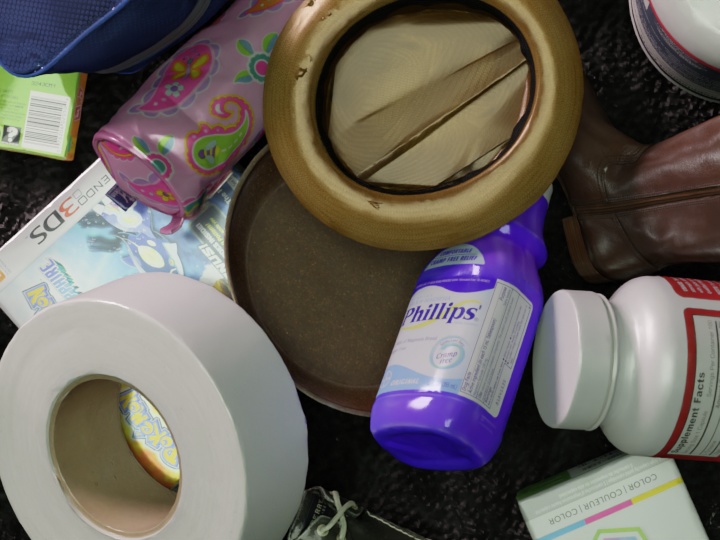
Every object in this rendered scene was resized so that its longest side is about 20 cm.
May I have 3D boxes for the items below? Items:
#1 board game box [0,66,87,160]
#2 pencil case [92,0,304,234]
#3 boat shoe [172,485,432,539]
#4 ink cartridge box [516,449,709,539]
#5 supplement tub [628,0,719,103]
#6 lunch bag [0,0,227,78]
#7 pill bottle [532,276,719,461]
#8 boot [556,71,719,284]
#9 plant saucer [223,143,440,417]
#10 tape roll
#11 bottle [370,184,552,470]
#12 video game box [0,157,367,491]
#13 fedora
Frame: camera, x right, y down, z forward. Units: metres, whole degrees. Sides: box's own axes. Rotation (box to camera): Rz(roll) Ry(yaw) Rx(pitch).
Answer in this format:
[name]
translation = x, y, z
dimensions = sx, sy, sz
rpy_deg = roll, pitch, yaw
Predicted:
[board game box]
translation = -0.225, -0.180, 1.333
dimensions = 0.095, 0.030, 0.201
rpy_deg = 10, 93, 4
[pencil case]
translation = -0.081, -0.117, 1.263
dimensions = 0.087, 0.087, 0.200
rpy_deg = 41, 71, 4
[boat shoe]
translation = -0.029, 0.178, 1.283
dimensions = 0.199, 0.071, 0.064
rpy_deg = 6, 124, 6
[ink cartridge box]
translation = 0.187, 0.217, 1.279
dimensions = 0.104, 0.059, 0.200
rpy_deg = -23, 88, 3
[supplement tub]
translation = 0.236, -0.176, 1.204
dimensions = 0.140, 0.200, 0.141
rpy_deg = 0, 88, 4
[lunch bag]
translation = -0.180, -0.224, 1.247
dimensions = 0.136, 0.132, 0.200
rpy_deg = -31, 80, 25
[pill bottle]
translation = 0.214, 0.062, 1.225
dimensions = 0.199, 0.112, 0.113
rpy_deg = 5, 90, -13
[boot]
translation = 0.185, -0.085, 1.214
dimensions = 0.064, 0.200, 0.187
rpy_deg = -26, 97, -30
[plant saucer]
translation = 0.000, 0.000, 1.272
dimensions = 0.200, 0.037, 0.201
rpy_deg = 8, 70, -23
[tape roll]
translation = -0.133, 0.105, 1.227
dimensions = 0.202, 0.071, 0.203
rpy_deg = 11, 110, 30
[bottle]
translation = 0.071, 0.025, 1.229
dimensions = 0.083, 0.065, 0.200
rpy_deg = -5, 54, 42
[video game box]
translation = -0.125, 0.015, 1.315
dimensions = 0.182, 0.047, 0.200
rpy_deg = -43, 86, 5
[fedora]
translation = 0.040, -0.107, 1.237
dimensions = 0.200, 0.082, 0.201
rpy_deg = 0, 91, 4
